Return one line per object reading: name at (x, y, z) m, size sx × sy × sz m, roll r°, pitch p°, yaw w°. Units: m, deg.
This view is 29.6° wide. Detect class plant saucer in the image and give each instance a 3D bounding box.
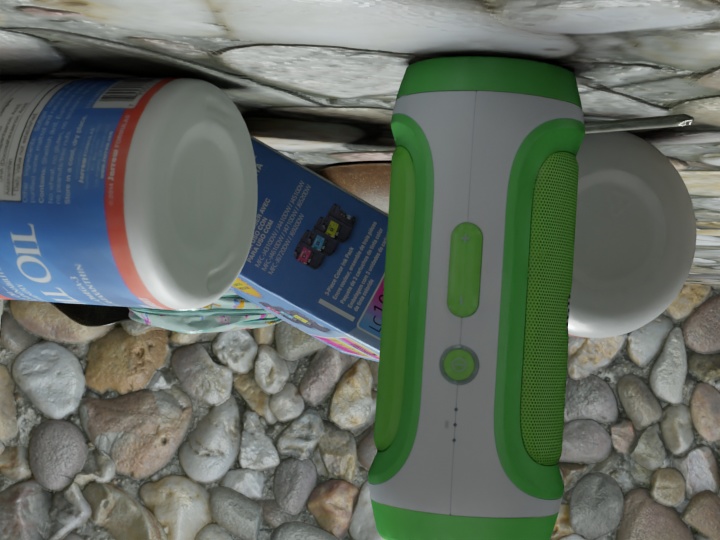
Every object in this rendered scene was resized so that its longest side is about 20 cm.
plant saucer at (0.067, -0.052, 1.030) m, size 0.200 × 0.037 × 0.200 m, roll 3°, pitch 179°, yaw 0°

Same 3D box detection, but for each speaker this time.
speaker at (0.049, 0.015, 0.579) m, size 0.088 × 0.200 × 0.088 m, roll 4°, pitch 178°, yaw 0°

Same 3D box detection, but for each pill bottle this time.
pill bottle at (-0.162, -0.040, 0.682) m, size 0.200 × 0.112 × 0.112 m, roll 2°, pitch 178°, yaw 25°
pill bottle at (0.103, -0.019, 0.798) m, size 0.112 × 0.113 × 0.200 m, roll 4°, pitch 179°, yaw -15°

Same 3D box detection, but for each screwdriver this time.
screwdriver at (0.091, -0.068, 0.656) m, size 0.029 × 0.028 × 0.200 m, roll -31°, pitch -163°, yaw -31°

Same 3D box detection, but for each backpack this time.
backpack at (-0.139, -0.005, 1.323) m, size 0.167 × 0.127 × 0.200 m, roll 0°, pitch -178°, yaw 30°

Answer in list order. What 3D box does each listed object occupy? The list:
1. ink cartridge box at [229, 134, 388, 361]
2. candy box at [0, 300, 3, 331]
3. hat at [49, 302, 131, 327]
ink cartridge box at (-0.062, -0.025, 0.802) m, size 0.200 × 0.076 × 0.136 m, roll 31°, pitch 172°, yaw -12°
candy box at (-0.410, 0.010, 1.287) m, size 0.136 × 0.200 × 0.061 m, roll 3°, pitch 178°, yaw 13°
hat at (-0.292, -0.025, 1.638) m, size 0.201 × 0.201 × 0.081 m, roll 5°, pitch 133°, yaw -4°
